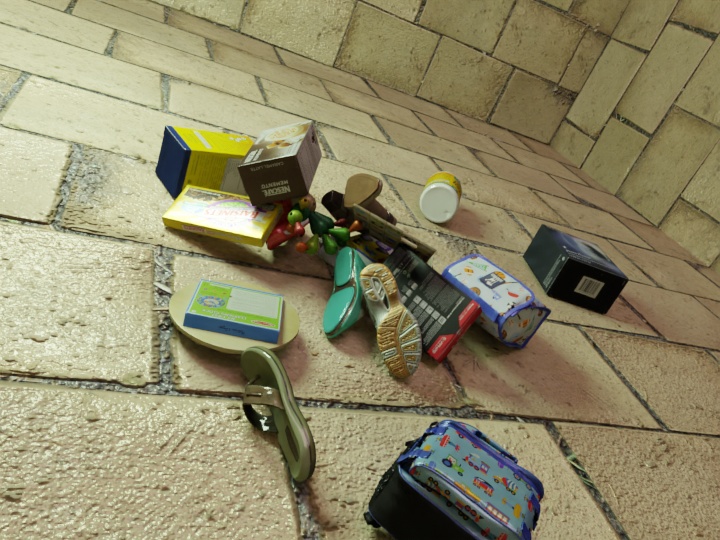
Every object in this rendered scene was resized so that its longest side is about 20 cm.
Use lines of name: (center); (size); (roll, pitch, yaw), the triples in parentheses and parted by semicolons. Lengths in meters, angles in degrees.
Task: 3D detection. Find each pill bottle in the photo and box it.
pill bottle: (0.237, -0.222, 1.657); (0.111, 0.114, 0.200); (25, 26, 2)

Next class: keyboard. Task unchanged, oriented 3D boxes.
keyboard: (0.000, 0.000, 1.139); (0.199, 0.056, 0.011); (37, -11, 21)

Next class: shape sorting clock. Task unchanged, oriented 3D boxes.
shape sorting clock: (-0.190, 0.068, 0.869); (0.197, 0.040, 0.200); (14, 20, -5)

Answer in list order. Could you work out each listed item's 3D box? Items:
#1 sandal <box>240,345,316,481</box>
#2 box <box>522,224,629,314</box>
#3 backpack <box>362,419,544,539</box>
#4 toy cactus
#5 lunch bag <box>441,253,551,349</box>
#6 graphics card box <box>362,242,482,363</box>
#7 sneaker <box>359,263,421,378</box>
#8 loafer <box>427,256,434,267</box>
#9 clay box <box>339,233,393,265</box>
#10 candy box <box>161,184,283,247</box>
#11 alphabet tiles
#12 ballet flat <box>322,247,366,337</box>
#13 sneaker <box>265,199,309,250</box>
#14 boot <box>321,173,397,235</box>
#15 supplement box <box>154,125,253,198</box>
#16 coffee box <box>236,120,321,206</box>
sandal: (-0.115, 0.172, 0.715); (0.057, 0.081, 0.202); (-9, 41, -27)
box: (0.581, -0.009, 1.560); (0.197, 0.125, 0.199); (18, 27, -15)
backpack: (0.130, 0.265, 0.691); (0.182, 0.136, 0.199); (36, 26, 18)
toy cactus: (-0.085, -0.104, 1.081); (0.199, 0.102, 0.166); (4, 47, -55)
lunch bag: (0.265, 0.058, 1.139); (0.170, 0.125, 0.199); (42, 16, 34)
graphics card box: (0.108, 0.057, 1.043); (0.199, 0.126, 0.051); (39, -1, 26)
sneaker: (0.056, 0.088, 0.980); (0.074, 0.088, 0.203); (-16, 69, 0)
loafer: (0.128, 0.032, 1.170); (0.067, 0.076, 0.201); (25, 36, -1)
clay box: (0.045, -0.037, 1.243); (0.114, 0.048, 0.199); (36, 30, 20)
candy box: (-0.250, -0.102, 1.045); (0.197, 0.027, 0.103); (12, 49, 11)
alphabet tiles: (0.060, -0.063, 1.089); (0.166, 0.008, 0.200); (29, -6, 4)
ballet flat: (-0.018, 0.047, 1.012); (0.070, 0.067, 0.202); (45, 35, -33)
sneaker: (-0.167, -0.117, 1.125); (0.117, 0.078, 0.200); (60, 11, -11)
boot: (0.019, -0.125, 1.149); (0.145, 0.071, 0.199); (28, -19, -34)
supplement box: (-0.311, -0.222, 1.205); (0.198, 0.110, 0.110); (-3, 38, -43)
coffee box: (-0.148, -0.208, 1.086); (0.112, 0.081, 0.201); (-10, 30, 11)
